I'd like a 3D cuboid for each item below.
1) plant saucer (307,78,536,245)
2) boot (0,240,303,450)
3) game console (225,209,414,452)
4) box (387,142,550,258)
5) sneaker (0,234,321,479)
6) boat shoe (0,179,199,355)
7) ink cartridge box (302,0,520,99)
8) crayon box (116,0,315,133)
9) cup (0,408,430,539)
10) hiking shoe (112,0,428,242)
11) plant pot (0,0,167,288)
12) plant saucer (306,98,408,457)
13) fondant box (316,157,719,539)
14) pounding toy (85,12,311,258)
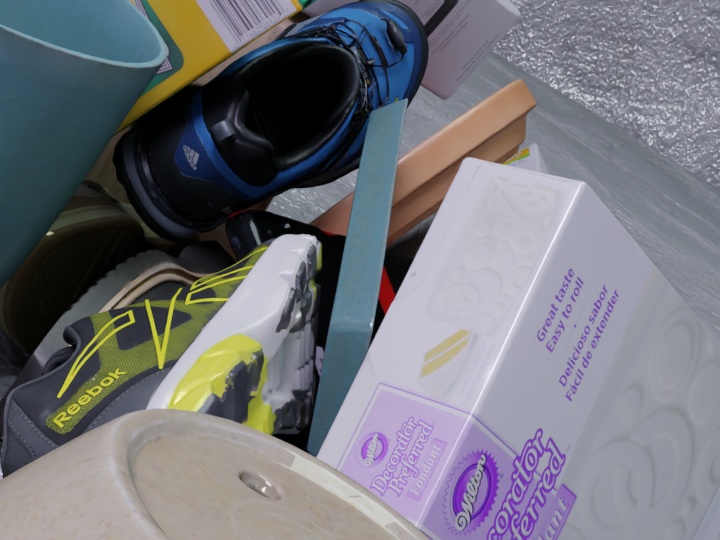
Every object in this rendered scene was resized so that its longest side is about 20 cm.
[{"bbox_3d":[0.009,-0.027,0.958,0.032,0.199,0.200,55,14,-1],"label":"plant saucer"},{"bbox_3d":[-0.054,0.062,0.767,0.138,0.078,0.200,45,24,6],"label":"boot"},{"bbox_3d":[0.026,0.073,0.816,0.176,0.031,0.201,15,45,-48],"label":"game console"},{"bbox_3d":[0.079,0.012,1.060,0.113,0.101,0.200,63,9,-11],"label":"box"},{"bbox_3d":[-0.065,0.030,0.669,0.084,0.075,0.200,6,16,10],"label":"sneaker"},{"bbox_3d":[-0.130,-0.008,0.834,0.063,0.074,0.201,31,10,9],"label":"boat shoe"},{"bbox_3d":[-0.011,-0.175,0.977,0.116,0.068,0.200,51,14,30],"label":"ink cartridge box"},{"bbox_3d":[-0.106,-0.125,0.780,0.119,0.199,0.058,56,40,-8],"label":"crayon box"},{"bbox_3d":[-0.045,0.118,0.420,0.199,0.144,0.200,30,13,-8],"label":"cup"},{"bbox_3d":[-0.018,-0.075,0.845,0.200,0.086,0.075,-40,101,-44],"label":"hiking shoe"},{"bbox_3d":[-0.194,-0.057,0.671,0.199,0.162,0.201,30,13,-8],"label":"plant pot"},{"bbox_3d":[0.000,0.000,0.755,0.019,0.071,0.201,10,29,-1],"label":"plant saucer"},{"bbox_3d":[0.074,0.072,0.709,0.058,0.145,0.200,15,-19,41],"label":"fondant box"},{"bbox_3d":[-0.094,-0.099,0.984,0.141,0.185,0.200,30,14,-1],"label":"pounding toy"}]
